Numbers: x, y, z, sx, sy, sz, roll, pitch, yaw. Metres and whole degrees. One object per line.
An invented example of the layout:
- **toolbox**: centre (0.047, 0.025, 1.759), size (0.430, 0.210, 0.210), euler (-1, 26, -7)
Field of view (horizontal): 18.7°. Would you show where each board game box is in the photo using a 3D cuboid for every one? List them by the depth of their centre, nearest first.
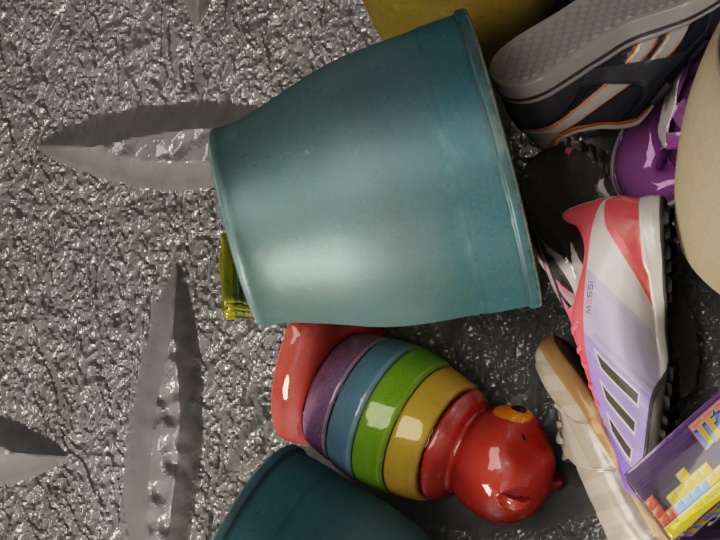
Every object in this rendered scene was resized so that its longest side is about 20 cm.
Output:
- **board game box**: centre (0.279, 0.088, 1.380), size (0.200, 0.165, 0.057), euler (-43, 66, 16)

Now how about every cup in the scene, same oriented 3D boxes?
- **cup**: centre (0.279, -0.056, 1.403), size (0.201, 0.200, 0.143), euler (54, 136, 23)

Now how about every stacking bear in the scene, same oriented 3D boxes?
- **stacking bear**: centre (0.047, 0.110, 1.539), size (0.199, 0.121, 0.114), euler (25, 106, 26)

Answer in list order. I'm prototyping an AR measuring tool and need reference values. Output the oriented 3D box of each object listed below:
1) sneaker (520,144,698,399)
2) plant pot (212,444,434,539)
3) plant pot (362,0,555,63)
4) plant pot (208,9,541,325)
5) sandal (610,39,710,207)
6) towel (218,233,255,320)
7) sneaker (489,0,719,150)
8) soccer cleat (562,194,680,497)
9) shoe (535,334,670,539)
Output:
- **sneaker**: centre (0.169, 0.008, 1.509), size (0.080, 0.086, 0.201), euler (-21, 92, -3)
- **plant pot**: centre (-0.006, 0.249, 1.509), size (0.187, 0.200, 0.201), euler (23, 95, 15)
- **plant pot**: centre (0.070, -0.230, 1.543), size (0.199, 0.200, 0.143), euler (25, 122, 29)
- **plant pot**: centre (0.005, -0.049, 1.445), size (0.187, 0.200, 0.201), euler (-15, 75, 2)
- **sandal**: centre (0.242, -0.122, 1.494), size (0.203, 0.050, 0.083), euler (-44, 63, 19)
- **towel**: centre (0.000, 0.000, 1.545), size (0.199, 0.018, 0.086), euler (-1, 40, -6)
- **sneaker**: centre (0.186, -0.155, 1.491), size (0.199, 0.080, 0.079), euler (-29, 39, 0)
- **soccer cleat**: centre (0.171, 0.051, 1.439), size (0.073, 0.068, 0.201), euler (-1, 91, 15)
- **shoe**: centre (0.164, 0.136, 1.490), size (0.053, 0.070, 0.201), euler (-33, 71, 13)
